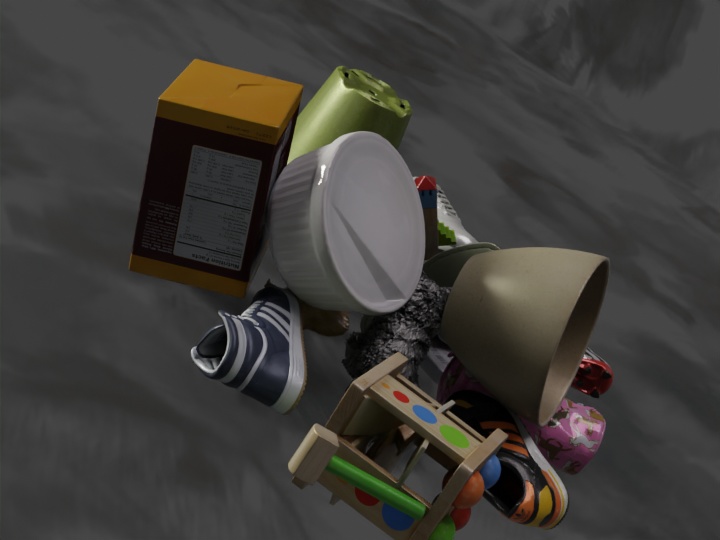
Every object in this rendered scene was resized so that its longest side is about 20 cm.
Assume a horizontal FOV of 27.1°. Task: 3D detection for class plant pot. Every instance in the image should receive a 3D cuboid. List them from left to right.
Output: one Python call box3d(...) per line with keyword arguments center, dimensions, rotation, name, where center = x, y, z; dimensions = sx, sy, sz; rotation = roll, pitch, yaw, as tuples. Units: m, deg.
box3d(center=(-0.025, -0.174, 2.079), dimensions=(0.199, 0.190, 0.200), rotation=(27, 20, -11), name="plant pot")

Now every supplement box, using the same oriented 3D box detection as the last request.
box3d(center=(-0.159, -0.106, 1.673), dimensions=(0.132, 0.201, 0.197), rotation=(14, 21, 1), name="supplement box")

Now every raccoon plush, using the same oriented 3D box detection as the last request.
box3d(center=(0.053, 0.085, 1.666), dimensions=(0.096, 0.134, 0.200), rotation=(27, 20, -15), name="raccoon plush")

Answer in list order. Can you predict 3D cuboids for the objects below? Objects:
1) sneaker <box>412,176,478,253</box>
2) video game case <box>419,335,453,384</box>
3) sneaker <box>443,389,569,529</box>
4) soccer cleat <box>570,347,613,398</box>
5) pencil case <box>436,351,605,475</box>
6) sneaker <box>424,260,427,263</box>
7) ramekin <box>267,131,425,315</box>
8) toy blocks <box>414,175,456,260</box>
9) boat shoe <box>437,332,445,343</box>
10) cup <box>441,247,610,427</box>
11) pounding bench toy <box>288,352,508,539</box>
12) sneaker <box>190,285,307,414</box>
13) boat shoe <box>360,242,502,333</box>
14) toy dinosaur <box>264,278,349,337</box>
box3d(center=(0.084, -0.073, 1.905), dimensions=(0.200, 0.081, 0.076), rotation=(32, -3, 41), name="sneaker")
box3d(center=(0.099, 0.080, 1.911), dimensions=(0.182, 0.023, 0.200), rotation=(8, 29, -47), name="video game case")
box3d(center=(0.141, 0.198, 1.625), dimensions=(0.090, 0.070, 0.200), rotation=(14, 29, -47), name="sneaker")
box3d(center=(0.255, 0.104, 2.023), dimensions=(0.199, 0.069, 0.085), rotation=(30, 11, -14), name="soccer cleat")
box3d(center=(0.186, 0.162, 1.755), dimensions=(0.199, 0.083, 0.087), rotation=(27, 14, -9), name="pencil case")
box3d(center=(0.000, 0.001, 1.850), dimensions=(0.200, 0.073, 0.114), rotation=(17, 30, 21), name="sneaker")
box3d(center=(-0.019, -0.046, 1.640), dimensions=(0.094, 0.204, 0.202), rotation=(-9, -4, 33), name="ramekin")
box3d(center=(0.015, -0.077, 1.770), dimensions=(0.199, 0.137, 0.100), rotation=(-4, 37, -2), name="toy blocks")
box3d(center=(0.180, 0.085, 1.882), dimensions=(0.201, 0.075, 0.065), rotation=(18, 29, -23), name="boat shoe")
box3d(center=(0.174, 0.055, 1.666), dimensions=(0.143, 0.201, 0.200), rotation=(21, 17, 17), name="cup")
box3d(center=(0.033, 0.192, 1.405), dimensions=(0.156, 0.125, 0.200), rotation=(36, 21, 12), name="pounding bench toy")
box3d(center=(-0.120, 0.063, 1.566), dimensions=(0.108, 0.070, 0.200), rotation=(25, 24, -22), name="sneaker")
box3d(center=(0.090, 0.023, 1.784), dimensions=(0.072, 0.201, 0.061), rotation=(59, 20, 1), name="boat shoe")
box3d(center=(-0.046, 0.038, 1.734), dimensions=(0.101, 0.058, 0.200), rotation=(40, 45, 24), name="toy dinosaur")
